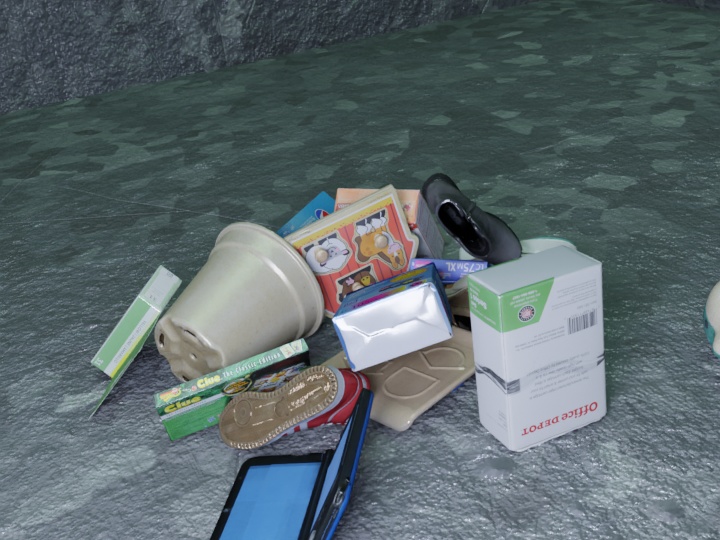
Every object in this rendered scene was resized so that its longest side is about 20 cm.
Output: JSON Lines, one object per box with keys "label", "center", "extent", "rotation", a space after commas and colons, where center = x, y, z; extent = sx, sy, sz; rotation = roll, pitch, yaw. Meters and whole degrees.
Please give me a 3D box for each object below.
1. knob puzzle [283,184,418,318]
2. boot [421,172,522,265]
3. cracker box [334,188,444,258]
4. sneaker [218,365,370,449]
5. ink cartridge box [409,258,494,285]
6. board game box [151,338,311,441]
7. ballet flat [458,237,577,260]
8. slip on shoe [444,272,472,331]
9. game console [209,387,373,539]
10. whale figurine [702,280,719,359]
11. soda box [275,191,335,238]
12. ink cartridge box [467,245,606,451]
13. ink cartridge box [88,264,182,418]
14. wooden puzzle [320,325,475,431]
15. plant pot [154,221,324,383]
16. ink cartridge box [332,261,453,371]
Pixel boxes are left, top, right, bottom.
{"label": "knob puzzle", "center": [0.000, 0.000, 1.349], "extent": [0.215, 0.223, 0.031], "rotation": [-14, 34, -15]}
{"label": "boot", "center": [0.168, -0.048, 1.349], "extent": [0.198, 0.070, 0.132], "rotation": [34, 17, -21]}
{"label": "cracker box", "center": [0.049, -0.061, 1.468], "extent": [0.131, 0.200, 0.059], "rotation": [3, 69, 19]}
{"label": "sneaker", "center": [-0.077, 0.173, 1.162], "extent": [0.198, 0.073, 0.112], "rotation": [-25, -19, 29]}
{"label": "ink cartridge box", "center": [0.145, 0.007, 1.395], "extent": [0.117, 0.043, 0.200], "rotation": [2, -1, 18]}
{"label": "board game box", "center": [-0.156, 0.151, 1.173], "extent": [0.196, 0.105, 0.024], "rotation": [-20, 61, -12]}
{"label": "ballet flat", "center": [0.248, -0.012, 1.496], "extent": [0.196, 0.071, 0.069], "rotation": [2, 26, 27]}
{"label": "slip on shoe", "center": [0.146, 0.056, 1.303], "extent": [0.074, 0.062, 0.200], "rotation": [12, -16, -14]}
{"label": "game console", "center": [-0.076, 0.225, 1.010], "extent": [0.116, 0.173, 0.201], "rotation": [22, 27, -2]}
{"label": "whale figurine", "center": [0.513, 0.098, 1.174], "extent": [0.156, 0.105, 0.202], "rotation": [-10, 50, -10]}
{"label": "soda box", "center": [-0.084, -0.046, 1.430], "extent": [0.067, 0.064, 0.200], "rotation": [38, 33, 1]}
{"label": "ink cartridge box", "center": [0.212, 0.092, 1.112], "extent": [0.143, 0.204, 0.084], "rotation": [-15, 23, -20]}
{"label": "ink cartridge box", "center": [-0.331, 0.096, 1.318], "extent": [0.048, 0.146, 0.201], "rotation": [36, 25, -9]}
{"label": "wooden puzzle", "center": [0.057, 0.136, 1.246], "extent": [0.183, 0.047, 0.199], "rotation": [16, 38, 41]}
{"label": "plant pot", "center": [-0.180, 0.069, 1.301], "extent": [0.197, 0.203, 0.184], "rotation": [11, 41, 33]}
{"label": "ink cartridge box", "center": [0.046, 0.053, 1.208], "extent": [0.134, 0.078, 0.200], "rotation": [-20, 5, 7]}
